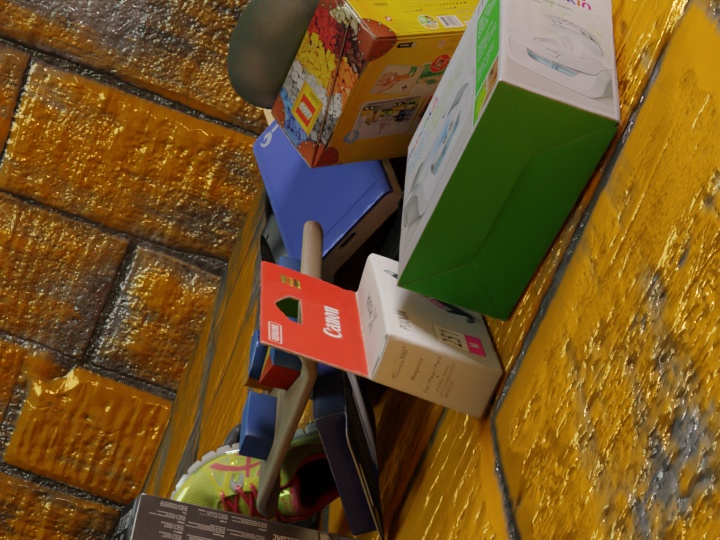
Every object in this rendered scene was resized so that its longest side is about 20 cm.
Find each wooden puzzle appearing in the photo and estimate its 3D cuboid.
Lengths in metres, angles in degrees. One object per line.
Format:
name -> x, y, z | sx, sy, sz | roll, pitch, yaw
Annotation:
wooden puzzle -> -0.072, 0.084, 1.458 | 0.186, 0.046, 0.201 | -90, 12, -50

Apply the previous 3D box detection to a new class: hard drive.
hard drive -> -0.034, -0.093, 1.572 | 0.132, 0.025, 0.201 | -46, 41, 24

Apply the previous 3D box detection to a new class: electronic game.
electronic game -> -0.063, 0.039, 1.701 | 0.200, 0.041, 0.202 | 166, 90, -81

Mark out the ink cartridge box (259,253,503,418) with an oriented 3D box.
ink cartridge box -> 0.011, 0.033, 1.278 | 0.200, 0.172, 0.044 | -100, 32, -72

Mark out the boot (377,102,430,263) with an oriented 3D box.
boot -> 0.057, -0.037, 1.453 | 0.158, 0.079, 0.212 | -81, 17, -47

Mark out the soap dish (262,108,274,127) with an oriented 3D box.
soap dish -> -0.016, -0.142, 1.676 | 0.157, 0.081, 0.201 | -33, 60, 25

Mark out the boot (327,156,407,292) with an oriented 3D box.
boot -> 0.000, 0.000, 1.546 | 0.201, 0.064, 0.187 | -79, 6, -47

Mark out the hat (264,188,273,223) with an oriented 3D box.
hat -> -0.060, -0.065, 1.792 | 0.200, 0.080, 0.202 | 178, 90, -76

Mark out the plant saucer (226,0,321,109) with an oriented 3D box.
plant saucer -> -0.023, -0.207, 1.478 | 0.039, 0.200, 0.202 | 54, 136, 29

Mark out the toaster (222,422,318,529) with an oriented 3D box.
toaster -> -0.110, 0.252, 1.723 | 0.201, 0.113, 0.130 | -85, 15, -53

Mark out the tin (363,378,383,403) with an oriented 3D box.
tin -> 0.026, 0.040, 1.611 | 0.112, 0.042, 0.201 | -99, 30, -64

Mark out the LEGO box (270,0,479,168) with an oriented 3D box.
LEGO box -> 0.042, -0.177, 1.471 | 0.077, 0.199, 0.149 | 54, 135, 29

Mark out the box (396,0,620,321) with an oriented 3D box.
box -> 0.109, -0.099, 1.236 | 0.177, 0.096, 0.201 | -84, 15, -48

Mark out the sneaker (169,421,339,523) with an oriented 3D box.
sneaker -> -0.084, 0.200, 1.530 | 0.090, 0.199, 0.079 | -133, 21, -64

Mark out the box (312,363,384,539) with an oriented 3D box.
box -> -0.011, 0.135, 1.411 | 0.200, 0.032, 0.122 | -97, -9, -62

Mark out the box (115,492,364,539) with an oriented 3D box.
box -> -0.106, 0.241, 1.433 | 0.158, 0.198, 0.050 | 139, 144, -71
